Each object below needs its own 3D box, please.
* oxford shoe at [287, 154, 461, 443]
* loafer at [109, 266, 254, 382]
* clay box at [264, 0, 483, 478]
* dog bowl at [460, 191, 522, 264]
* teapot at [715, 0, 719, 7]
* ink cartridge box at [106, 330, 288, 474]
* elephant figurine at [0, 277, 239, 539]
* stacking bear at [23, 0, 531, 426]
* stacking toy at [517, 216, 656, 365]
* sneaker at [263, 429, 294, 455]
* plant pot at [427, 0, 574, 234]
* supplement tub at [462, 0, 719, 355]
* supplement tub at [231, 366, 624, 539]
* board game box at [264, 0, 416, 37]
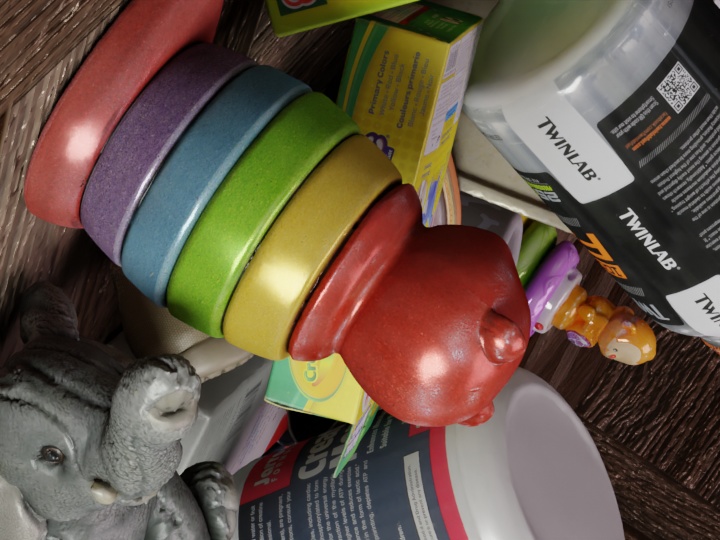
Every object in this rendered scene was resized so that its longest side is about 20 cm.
[{"bbox_3d":[0.000,0.000,1.415,0.073,0.071,0.201,-40,142,-49],"label":"oxford shoe"},{"bbox_3d":[-0.065,-0.009,1.318,0.076,0.068,0.200,-22,-165,12],"label":"loafer"},{"bbox_3d":[0.004,-0.017,1.290,0.115,0.047,0.201,-46,151,-76],"label":"clay box"},{"bbox_3d":[0.037,0.045,1.591,0.200,0.058,0.201,16,90,-83],"label":"dog bowl"},{"bbox_3d":[0.233,-0.179,2.036,0.197,0.146,0.200,-49,169,-35],"label":"teapot"},{"bbox_3d":[-0.075,0.055,1.501,0.200,0.067,0.116,-42,163,-54],"label":"ink cartridge box"},{"bbox_3d":[-0.121,0.073,1.194,0.142,0.155,0.200,-94,171,-45],"label":"elephant figurine"},{"bbox_3d":[-0.022,-0.014,1.139,0.114,0.200,0.122,-49,168,-38],"label":"stacking bear"},{"bbox_3d":[0.093,0.000,1.757,0.110,0.200,0.116,-52,170,-24],"label":"stacking toy"},{"bbox_3d":[-0.036,0.046,1.629,0.085,0.075,0.200,-61,175,-39],"label":"sneaker"},{"bbox_3d":[0.101,-0.125,1.499,0.200,0.200,0.184,-7,119,-78],"label":"plant pot"},{"bbox_3d":[0.149,-0.054,1.368,0.122,0.200,0.123,-35,-155,19],"label":"supplement tub"},{"bbox_3d":[0.015,0.140,1.396,0.200,0.141,0.140,-23,-174,25],"label":"supplement tub"},{"bbox_3d":[0.036,-0.150,1.274,0.101,0.048,0.200,-13,-172,22],"label":"board game box"}]
